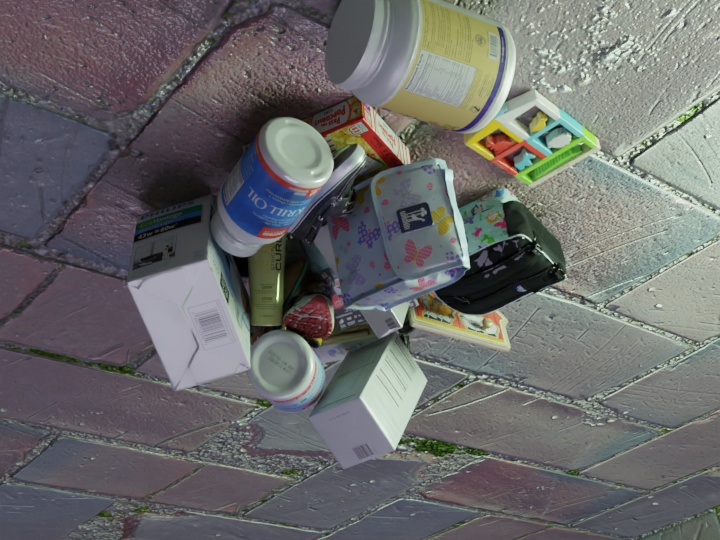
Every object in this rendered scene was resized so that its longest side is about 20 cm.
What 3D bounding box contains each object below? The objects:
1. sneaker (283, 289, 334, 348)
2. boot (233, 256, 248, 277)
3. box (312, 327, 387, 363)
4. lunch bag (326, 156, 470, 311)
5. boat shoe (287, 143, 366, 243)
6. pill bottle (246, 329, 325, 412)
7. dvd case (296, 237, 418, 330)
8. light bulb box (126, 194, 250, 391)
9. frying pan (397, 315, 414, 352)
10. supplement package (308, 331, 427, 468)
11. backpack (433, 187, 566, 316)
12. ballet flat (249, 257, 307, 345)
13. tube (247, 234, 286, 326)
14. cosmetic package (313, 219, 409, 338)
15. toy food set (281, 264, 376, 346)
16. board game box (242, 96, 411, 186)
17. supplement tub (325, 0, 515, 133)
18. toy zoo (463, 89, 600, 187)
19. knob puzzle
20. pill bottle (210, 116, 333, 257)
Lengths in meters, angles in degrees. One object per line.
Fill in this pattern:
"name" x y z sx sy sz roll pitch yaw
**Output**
"sneaker" -0.080 0.062 1.649 0.077 0.083 0.200 17 165 -8
"boot" -0.228 -0.010 1.710 0.160 0.074 0.199 4 144 -15
"box" -0.046 0.091 1.860 0.197 0.114 0.102 -12 154 9
"lunch bag" 0.056 -0.052 1.500 0.199 0.172 0.126 -22 163 36
"boat shoe" -0.039 -0.100 1.474 0.066 0.070 0.200 38 132 -10
"pill bottle" -0.114 0.168 1.690 0.107 0.110 0.200 -8 164 4
"dvd case" -0.008 -0.012 1.680 0.144 0.022 0.202 -18 111 19
"light bulb box" -0.247 0.029 1.547 0.123 0.201 0.200 -15 121 3
"frying pan" 0.087 0.086 1.857 0.031 0.115 0.192 12 126 33
"supplement package" 0.017 0.212 1.743 0.113 0.200 0.110 -25 107 31
"backpack" 0.206 -0.022 1.681 0.199 0.152 0.177 -32 135 24
"ballet flat" -0.146 0.051 1.697 0.072 0.068 0.201 22 129 -3
"tube" -0.146 -0.017 1.618 0.051 0.203 0.058 3 -176 41
"cosmetic package" 0.000 0.000 1.627 0.050 0.083 0.201 -26 106 24
"toy food set" -0.056 0.054 1.762 0.197 0.146 0.060 -11 179 10
"board game box" -0.047 -0.160 1.513 0.198 0.047 0.151 -20 146 23
"supplement tub" 0.072 -0.258 1.274 0.198 0.147 0.145 12 145 -27
"toy zoo" 0.241 -0.194 1.529 0.131 0.021 0.199 -30 141 35
"knob puzzle" 0.162 0.055 1.786 0.217 0.220 0.031 9 117 -22
"pill bottle" -0.128 -0.106 1.436 0.111 0.113 0.200 12 142 -27
